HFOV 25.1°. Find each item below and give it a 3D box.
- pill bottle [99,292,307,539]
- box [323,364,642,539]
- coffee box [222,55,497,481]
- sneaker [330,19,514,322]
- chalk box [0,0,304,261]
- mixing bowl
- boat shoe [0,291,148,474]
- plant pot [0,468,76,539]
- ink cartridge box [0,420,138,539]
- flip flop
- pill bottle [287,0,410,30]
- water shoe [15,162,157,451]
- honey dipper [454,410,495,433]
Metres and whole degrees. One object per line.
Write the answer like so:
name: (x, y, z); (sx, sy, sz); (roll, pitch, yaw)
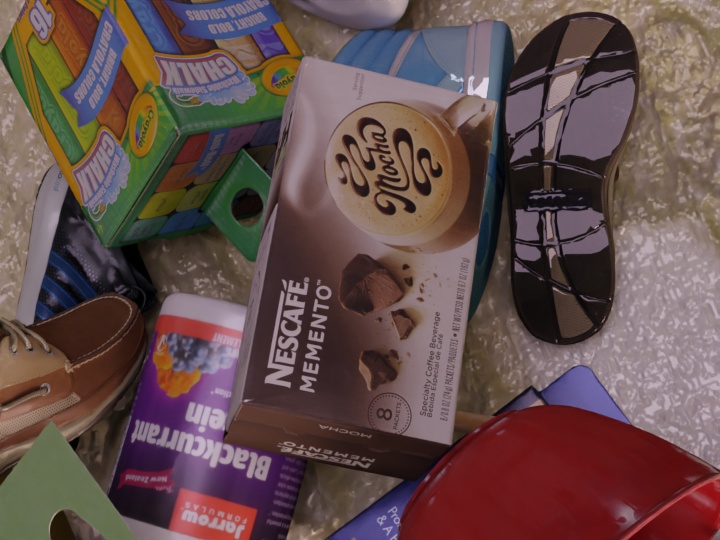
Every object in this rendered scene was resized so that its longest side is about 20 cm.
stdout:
pill bottle: (-0.091, 0.124, 0.964); (0.111, 0.111, 0.201); (13, 81, 16)
box: (0.085, 0.156, 0.957); (0.200, 0.032, 0.121); (-37, 72, 2)
coffee box: (0.000, 0.000, 0.874); (0.112, 0.080, 0.201); (13, 68, -8)
sneaker: (0.022, -0.061, 0.998); (0.130, 0.080, 0.201); (5, 69, 13)
chalk box: (-0.111, -0.099, 0.990); (0.201, 0.124, 0.125); (59, 137, 19)
mixing bowl: (0.089, 0.145, 0.848); (0.200, 0.200, 0.108); (-47, 65, 0)
boat shoe: (-0.203, 0.065, 0.919); (0.075, 0.074, 0.200); (19, 41, 34)
plant pot: (-0.257, 0.217, 0.949); (0.194, 0.194, 0.201); (-2, 64, 13)
ink cartridge box: (-0.184, 0.189, 0.766); (0.200, 0.048, 0.146); (-53, 56, 13)
flip flop: (0.128, -0.056, 0.986); (0.081, 0.058, 0.201); (1, 93, 9)
pill bottle: (0.014, -0.264, 1.022); (0.113, 0.113, 0.201); (20, 76, 17)
water shoe: (-0.171, 0.023, 1.028); (0.078, 0.072, 0.201); (0, 78, 12)
honey dipper: (0.039, 0.084, 0.920); (0.199, 0.038, 0.038); (10, 79, -11)
